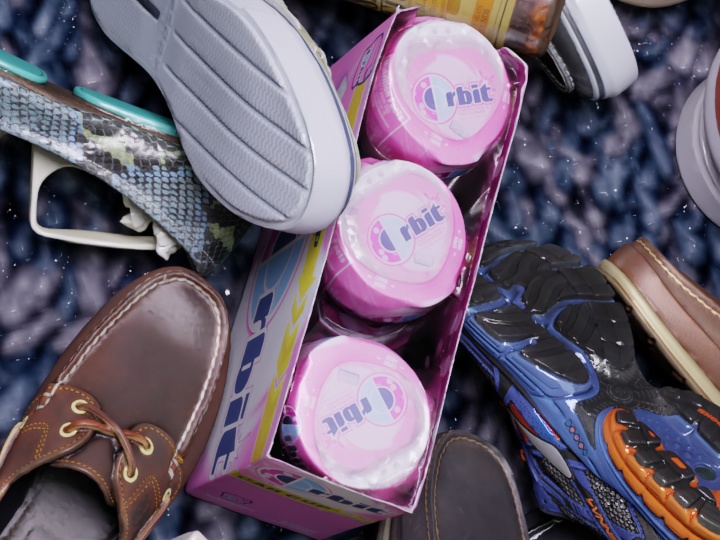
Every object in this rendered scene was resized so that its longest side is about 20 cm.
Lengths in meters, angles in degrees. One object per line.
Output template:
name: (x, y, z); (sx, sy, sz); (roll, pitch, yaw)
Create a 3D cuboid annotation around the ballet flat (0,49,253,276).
ballet flat: (-0.134, -0.053, 0.920); (0.199, 0.074, 0.075); (23, 71, -10)

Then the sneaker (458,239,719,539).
sneaker: (0.086, 0.062, 0.945); (0.075, 0.079, 0.200); (-12, 48, -35)

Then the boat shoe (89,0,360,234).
boat shoe: (-0.044, -0.084, 0.905); (0.062, 0.072, 0.200); (2, 35, -34)

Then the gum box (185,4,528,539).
gum box: (0.000, 0.000, 0.928); (0.066, 0.113, 0.201); (20, 72, -15)

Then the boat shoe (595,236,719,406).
boat shoe: (0.186, 0.049, 1.001); (0.200, 0.072, 0.068); (42, 93, -13)

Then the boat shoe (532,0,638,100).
boat shoe: (0.040, -0.146, 1.008); (0.071, 0.072, 0.200); (-39, 89, -8)

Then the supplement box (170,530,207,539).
supplement box: (-0.041, 0.217, 0.887); (0.200, 0.073, 0.126); (44, 67, -6)

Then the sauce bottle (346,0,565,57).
sauce bottle: (-0.008, -0.146, 0.946); (0.199, 0.066, 0.066); (18, 71, 7)

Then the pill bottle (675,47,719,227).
pill bottle: (0.217, -0.075, 0.978); (0.111, 0.200, 0.113); (5, 76, -19)

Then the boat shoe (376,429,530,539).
boat shoe: (0.055, 0.145, 0.881); (0.074, 0.073, 0.201); (18, 48, -28)

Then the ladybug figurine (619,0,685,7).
ladybug figurine: (0.122, -0.222, 1.039); (0.135, 0.072, 0.201); (-13, 81, -28)

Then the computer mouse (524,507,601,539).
computer mouse: (0.110, 0.156, 0.971); (0.199, 0.046, 0.141); (-15, 82, -23)

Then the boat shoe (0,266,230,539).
boat shoe: (-0.108, 0.085, 0.884); (0.070, 0.070, 0.201); (29, 74, -4)
